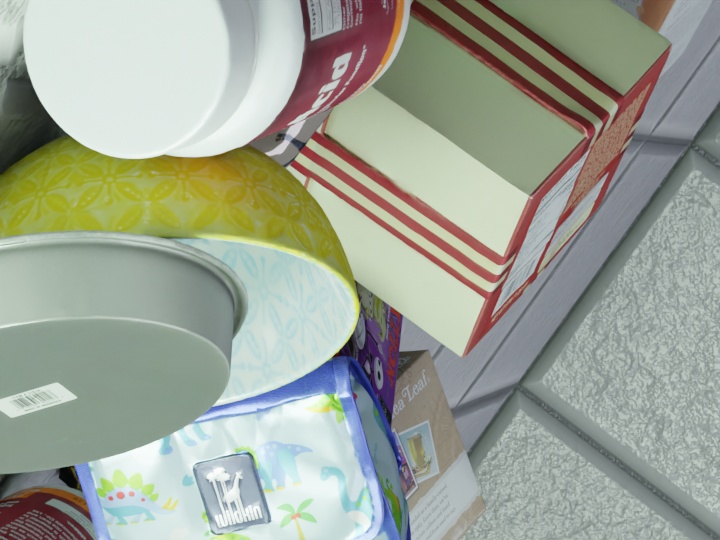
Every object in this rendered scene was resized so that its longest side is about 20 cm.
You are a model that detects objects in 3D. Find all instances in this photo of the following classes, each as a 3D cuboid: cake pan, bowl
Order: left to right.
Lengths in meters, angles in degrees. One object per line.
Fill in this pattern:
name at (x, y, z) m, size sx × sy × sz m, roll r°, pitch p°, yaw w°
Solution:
cake pan at (-0.146, 0.042, 1.184) m, size 0.199 × 0.037 × 0.200 m, roll -9°, pitch 155°, yaw -4°
bowl at (-0.104, -0.018, 1.252) m, size 0.200 × 0.199 × 0.108 m, roll 107°, pitch -20°, yaw -62°

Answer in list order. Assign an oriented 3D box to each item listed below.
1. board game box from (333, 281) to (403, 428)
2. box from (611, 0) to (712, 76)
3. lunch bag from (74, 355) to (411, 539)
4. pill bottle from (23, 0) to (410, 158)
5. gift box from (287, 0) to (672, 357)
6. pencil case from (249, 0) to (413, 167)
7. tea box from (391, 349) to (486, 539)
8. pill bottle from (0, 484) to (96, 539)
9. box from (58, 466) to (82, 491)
board game box at (0.000, 0.000, 1.658) m, size 0.120 × 0.032 × 0.201 m, roll 72°, pitch 19°, yaw -49°
box at (0.156, -0.220, 1.668) m, size 0.106 × 0.152 × 0.200 m, roll -43°, pitch 165°, yaw -39°
lunch bag at (-0.065, 0.125, 1.539) m, size 0.169 × 0.128 × 0.200 m, roll -14°, pitch 143°, yaw 5°
pill bottle at (-0.061, -0.113, 1.171) m, size 0.114 × 0.114 × 0.200 m, roll -57°, pitch 169°, yaw 22°
gift box at (0.038, -0.078, 1.519) m, size 0.185 × 0.186 × 0.200 m, roll -44°, pitch 165°, yaw -40°
pencil case at (-0.030, -0.135, 1.337) m, size 0.200 × 0.089 × 0.078 m, roll -54°, pitch -170°, yaw 8°
tea box at (-0.056, 0.161, 1.792) m, size 0.196 × 0.134 × 0.200 m, roll -7°, pitch -158°, yaw 37°
pill bottle at (-0.217, 0.202, 1.526) m, size 0.113 × 0.113 × 0.200 m, roll -57°, pitch 169°, yaw 21°
box at (-0.115, 0.050, 1.658) m, size 0.160 × 0.049 × 0.200 m, roll -45°, pitch 167°, yaw -31°
